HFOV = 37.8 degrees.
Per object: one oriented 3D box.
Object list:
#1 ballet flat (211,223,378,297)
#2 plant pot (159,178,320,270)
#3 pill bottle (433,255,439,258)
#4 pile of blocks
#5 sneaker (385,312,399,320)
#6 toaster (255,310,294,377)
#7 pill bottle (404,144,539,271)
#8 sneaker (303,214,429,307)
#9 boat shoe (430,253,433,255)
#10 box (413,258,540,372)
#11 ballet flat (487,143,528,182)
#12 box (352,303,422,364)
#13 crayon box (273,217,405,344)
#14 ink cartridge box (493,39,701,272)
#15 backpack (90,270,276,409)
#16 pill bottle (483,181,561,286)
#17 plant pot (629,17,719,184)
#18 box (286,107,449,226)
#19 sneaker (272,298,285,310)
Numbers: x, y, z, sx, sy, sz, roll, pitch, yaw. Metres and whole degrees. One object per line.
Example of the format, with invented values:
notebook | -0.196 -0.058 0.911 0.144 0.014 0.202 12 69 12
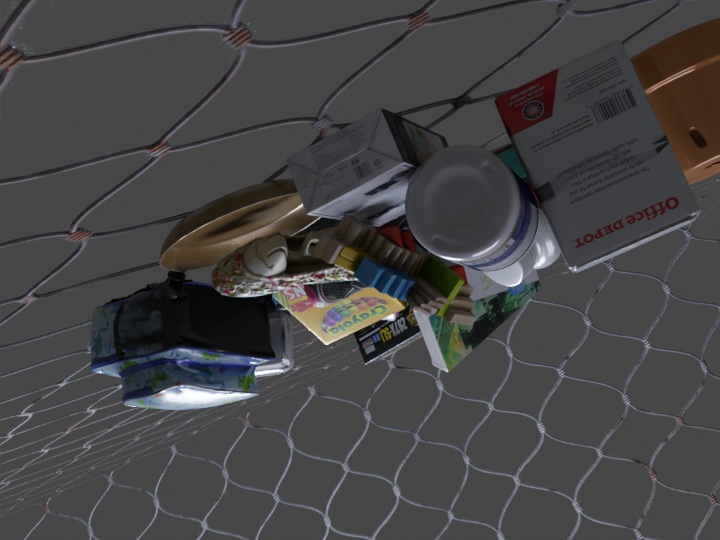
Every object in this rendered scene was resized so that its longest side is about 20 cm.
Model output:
ballet flat | -0.065 -0.019 1.140 0.199 0.076 0.064 -10 147 -6
plant pot | -0.124 -0.052 1.129 0.199 0.028 0.200 -21 171 -4
pill bottle | 0.126 -0.025 1.574 0.200 0.112 0.112 -30 167 38
pile of blocks | 0.051 -0.005 1.088 0.199 0.082 0.062 22 107 -29
sneaker | 0.000 0.000 1.393 0.099 0.075 0.201 -2 136 5
toaster | -0.164 0.095 1.463 0.128 0.114 0.200 -5 177 -10
pill bottle | 0.123 -0.057 1.076 0.111 0.112 0.200 -25 168 14
sneaker | 0.016 -0.024 1.213 0.200 0.081 0.075 -35 -148 -26
boat shoe | 0.093 -0.061 1.441 0.199 0.071 0.070 -18 -149 12
box | 0.159 0.025 1.453 0.200 0.145 0.036 -38 -142 -21
ballet flat | 0.134 -0.109 1.297 0.199 0.069 0.071 -21 174 -35
box | 0.042 0.033 1.555 0.049 0.160 0.200 -16 167 -35
crayon box | -0.031 0.018 1.315 0.127 0.051 0.200 -27 132 22
ink cartridge box | 0.249 -0.115 1.111 0.144 0.201 0.084 -24 170 12
backpack | -0.223 0.092 1.262 0.199 0.148 0.183 -10 166 40
pill bottle | 0.232 -0.073 1.363 0.200 0.111 0.111 -45 -178 -28
plant pot | 0.384 -0.183 1.228 0.199 0.141 0.200 -21 170 -4
box | 0.020 -0.101 1.091 0.116 0.060 0.200 -26 169 20
sneaker | -0.083 0.024 1.436 0.078 0.090 0.200 -26 170 23
